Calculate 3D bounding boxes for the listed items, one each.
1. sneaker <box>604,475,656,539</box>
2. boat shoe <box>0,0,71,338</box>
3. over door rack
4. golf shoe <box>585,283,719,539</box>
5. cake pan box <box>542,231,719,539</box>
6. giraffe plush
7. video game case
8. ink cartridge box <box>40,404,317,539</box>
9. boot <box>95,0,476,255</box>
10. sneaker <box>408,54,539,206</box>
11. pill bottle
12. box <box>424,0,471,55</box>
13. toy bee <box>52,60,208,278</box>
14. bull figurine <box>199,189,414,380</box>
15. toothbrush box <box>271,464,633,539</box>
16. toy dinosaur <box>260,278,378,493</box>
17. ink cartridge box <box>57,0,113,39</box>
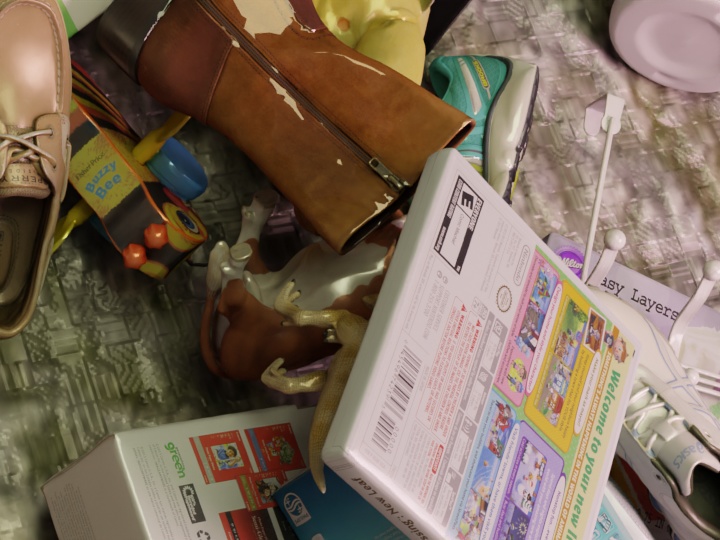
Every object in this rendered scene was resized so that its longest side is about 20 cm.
[{"bbox_3d":[0.154,0.194,1.329,0.071,0.073,0.200,-31,100,4],"label":"sneaker"},{"bbox_3d":[-0.189,-0.061,1.257,0.071,0.200,0.065,-4,24,-24],"label":"boat shoe"},{"bbox_3d":[0.208,-0.013,1.424,0.148,0.067,0.200,18,60,-17],"label":"over door rack"},{"bbox_3d":[0.174,0.086,1.315,0.078,0.097,0.200,-43,99,-3],"label":"golf shoe"},{"bbox_3d":[0.166,0.093,1.423,0.200,0.052,0.184,27,56,-10],"label":"cake pan box"},{"bbox_3d":[-0.047,-0.139,1.361,0.162,0.200,0.173,17,22,-8],"label":"giraffe plush"},{"bbox_3d":[0.070,0.066,1.191,0.182,0.022,0.200,44,49,-30],"label":"video game case"},{"bbox_3d":[-0.055,0.183,1.250,0.176,0.084,0.200,-6,68,-42],"label":"ink cartridge box"},{"bbox_3d":[-0.019,-0.136,1.249,0.200,0.068,0.188,38,80,19],"label":"boot"},{"bbox_3d":[0.058,-0.053,1.444,0.080,0.078,0.200,12,57,6],"label":"sneaker"},{"bbox_3d":[0.245,-0.232,1.576,0.111,0.111,0.200,26,58,-11],"label":"pill bottle"},{"bbox_3d":[0.071,-0.268,1.485,0.086,0.164,0.200,30,57,-8],"label":"box"},{"bbox_3d":[-0.123,-0.043,1.311,0.200,0.109,0.131,27,101,6],"label":"toy bee"},{"bbox_3d":[0.000,0.000,1.304,0.200,0.121,0.065,-23,42,-16],"label":"bull figurine"},{"bbox_3d":[0.070,0.165,1.249,0.146,0.085,0.200,-26,83,-46],"label":"toothbrush box"},{"bbox_3d":[-0.001,0.044,1.207,0.101,0.058,0.200,11,26,30],"label":"toy dinosaur"},{"bbox_3d":[-0.170,-0.222,1.328,0.200,0.084,0.145,-38,40,-15],"label":"ink cartridge box"}]
